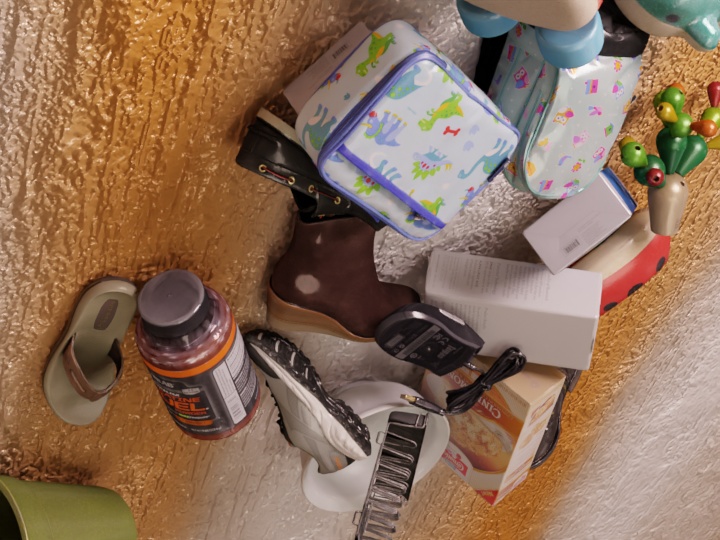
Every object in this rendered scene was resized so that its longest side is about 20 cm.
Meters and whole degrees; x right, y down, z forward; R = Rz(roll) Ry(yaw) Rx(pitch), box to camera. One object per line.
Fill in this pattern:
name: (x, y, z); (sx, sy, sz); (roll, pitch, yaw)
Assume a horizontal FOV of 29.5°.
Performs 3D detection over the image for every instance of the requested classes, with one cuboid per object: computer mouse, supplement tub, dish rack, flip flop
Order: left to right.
flip flop: (-0.275, 0.093, 1.425); (0.080, 0.058, 0.201); (2, 132, -34)
supplement tub: (-0.175, 0.086, 1.444); (0.106, 0.107, 0.201); (-24, 141, -7)
dish rack: (0.025, 0.274, 1.582); (0.054, 0.201, 0.154); (14, 137, 6)
computer mouse: (0.078, 0.097, 1.554); (0.199, 0.046, 0.140); (22, 130, -32)

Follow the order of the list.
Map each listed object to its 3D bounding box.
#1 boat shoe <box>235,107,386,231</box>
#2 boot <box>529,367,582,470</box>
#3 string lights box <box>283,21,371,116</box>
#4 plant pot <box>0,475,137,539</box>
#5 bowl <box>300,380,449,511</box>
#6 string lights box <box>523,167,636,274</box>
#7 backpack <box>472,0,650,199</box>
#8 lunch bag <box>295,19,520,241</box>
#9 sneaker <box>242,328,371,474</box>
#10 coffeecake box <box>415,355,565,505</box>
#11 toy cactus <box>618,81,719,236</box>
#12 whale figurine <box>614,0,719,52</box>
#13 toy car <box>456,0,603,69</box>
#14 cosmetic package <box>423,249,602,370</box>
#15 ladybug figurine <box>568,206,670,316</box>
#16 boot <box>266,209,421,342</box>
boat shoe: (-0.043, -0.086, 1.355); (0.201, 0.073, 0.063); (31, 91, -42)
boot: (0.218, 0.136, 1.740); (0.201, 0.069, 0.174); (-65, 150, -20)
string lights box: (0.023, -0.145, 1.352); (0.103, 0.059, 0.200); (-41, 141, 9)
plant pot: (-0.357, 0.311, 1.535); (0.189, 0.201, 0.201); (1, 134, -51)
bowl: (0.004, 0.201, 1.698); (0.199, 0.091, 0.202); (-17, 141, -15)
string lights box: (0.245, -0.057, 1.506); (0.102, 0.059, 0.200); (-39, 177, 14)
backpack: (0.192, -0.175, 1.365); (0.165, 0.127, 0.202); (4, 122, -29)
lunch bag: (0.044, -0.122, 1.277); (0.161, 0.083, 0.200); (-44, 139, 10)
sneaker: (-0.072, 0.152, 1.548); (0.079, 0.074, 0.201); (-34, 105, 15)
coffeecake box: (0.152, 0.166, 1.692); (0.073, 0.153, 0.201); (-31, 148, -36)
toy cactus: (0.350, -0.120, 1.501); (0.200, 0.101, 0.167); (-35, 131, -51)
whale figurine: (0.333, -0.288, 1.313); (0.198, 0.161, 0.104); (11, 152, -22)
toy car: (0.170, -0.322, 1.210); (0.201, 0.176, 0.185); (-55, 149, -14)
cosmetic package: (0.172, 0.045, 1.570); (0.198, 0.075, 0.102); (8, 140, 6)
ladybug figurine: (0.295, 0.000, 1.634); (0.200, 0.072, 0.136); (-39, -178, 22)
boot: (0.000, 0.000, 1.486); (0.198, 0.073, 0.167); (-2, 136, -26)
